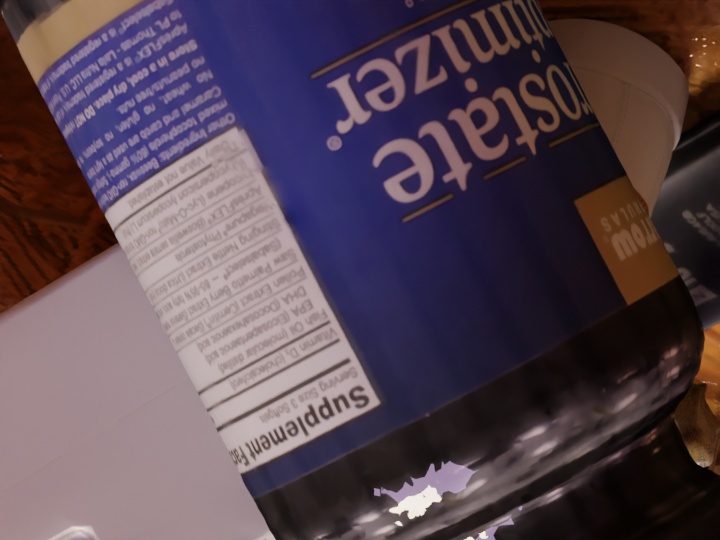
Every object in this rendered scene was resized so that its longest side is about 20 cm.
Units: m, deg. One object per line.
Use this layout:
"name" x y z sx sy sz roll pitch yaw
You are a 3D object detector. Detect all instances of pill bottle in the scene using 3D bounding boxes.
"pill bottle" 0.009 -0.002 0.686 0.112 0.112 0.200 -29 88 48

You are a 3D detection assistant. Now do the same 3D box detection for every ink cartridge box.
"ink cartridge box" -0.092 0.077 0.812 0.084 0.145 0.200 57 173 9

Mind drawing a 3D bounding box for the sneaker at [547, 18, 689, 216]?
"sneaker" 0.000 0.000 0.808 0.073 0.085 0.200 31 146 -27

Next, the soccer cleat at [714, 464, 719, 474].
"soccer cleat" 0.130 0.085 0.917 0.199 0.070 0.086 -14 173 22

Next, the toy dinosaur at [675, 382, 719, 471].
"toy dinosaur" 0.049 0.060 0.843 0.200 0.058 0.101 1 110 53

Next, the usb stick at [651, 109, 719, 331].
"usb stick" 0.068 0.003 0.834 0.055 0.033 0.200 38 142 -17
